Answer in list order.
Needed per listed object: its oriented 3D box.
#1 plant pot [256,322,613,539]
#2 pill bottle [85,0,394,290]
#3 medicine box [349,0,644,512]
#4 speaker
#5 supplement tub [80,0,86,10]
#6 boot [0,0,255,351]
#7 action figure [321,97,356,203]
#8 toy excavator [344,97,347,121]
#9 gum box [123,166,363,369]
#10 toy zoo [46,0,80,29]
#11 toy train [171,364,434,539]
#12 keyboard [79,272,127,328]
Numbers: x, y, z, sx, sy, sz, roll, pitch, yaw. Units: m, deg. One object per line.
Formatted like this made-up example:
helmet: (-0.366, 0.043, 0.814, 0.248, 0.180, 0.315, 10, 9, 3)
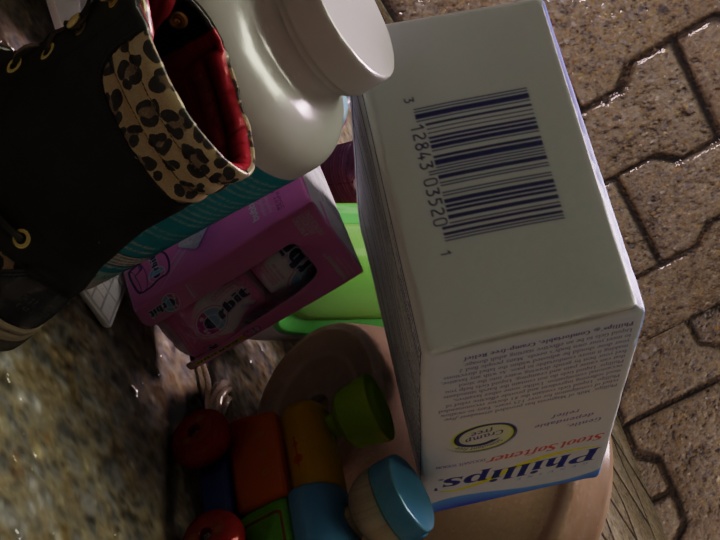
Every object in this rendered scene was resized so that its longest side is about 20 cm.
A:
plant pot: (0.029, 0.117, 0.885, 0.174, 0.200, 0.201, 27, 32, -38)
pill bottle: (-0.085, -0.076, 0.665, 0.111, 0.199, 0.111, 47, 29, -36)
medicine box: (0.062, -0.002, 0.728, 0.200, 0.102, 0.183, 84, -6, -61)
speaker: (0.000, 0.000, 0.920, 0.199, 0.089, 0.089, -1, 52, -27)
supplement tub: (-0.154, -0.242, 0.922, 0.201, 0.144, 0.145, 64, 11, 12)
boot: (-0.139, -0.085, 0.589, 0.073, 0.150, 0.201, -1, 66, -64)
action figure: (-0.001, -0.074, 1.184, 0.149, 0.199, 0.135, -40, 115, -47)
toy excavator: (-0.065, -0.110, 1.090, 0.200, 0.194, 0.100, 31, -17, 50)
gum box: (-0.082, -0.046, 0.824, 0.066, 0.113, 0.201, 52, 11, -43)
toy zoo: (-0.111, -0.191, 0.826, 0.020, 0.199, 0.132, 139, -55, -65)
toy train: (-0.034, 0.089, 0.760, 0.085, 0.115, 0.201, 53, 14, -39)
keyboard: (-0.180, -0.060, 0.722, 0.201, 0.011, 0.056, 57, 12, -24)
